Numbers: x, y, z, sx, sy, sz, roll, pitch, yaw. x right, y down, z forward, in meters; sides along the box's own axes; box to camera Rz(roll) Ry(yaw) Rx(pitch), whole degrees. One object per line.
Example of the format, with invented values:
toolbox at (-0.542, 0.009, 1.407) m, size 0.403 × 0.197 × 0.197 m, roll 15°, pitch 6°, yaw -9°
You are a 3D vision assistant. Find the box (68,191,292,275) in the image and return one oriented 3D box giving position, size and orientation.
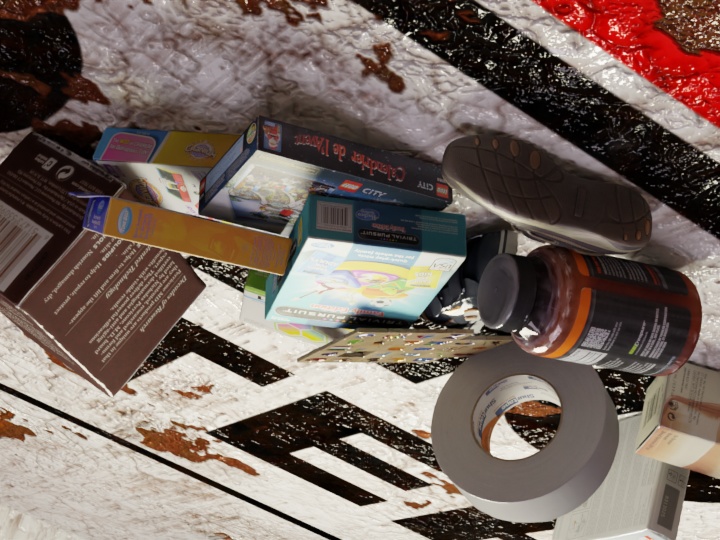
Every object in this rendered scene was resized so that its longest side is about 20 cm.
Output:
box at (-0.177, -0.037, 1.284) m, size 0.200 × 0.042 × 0.119 m, roll 11°, pitch -179°, yaw -20°

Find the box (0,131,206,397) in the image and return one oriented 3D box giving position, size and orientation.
box at (-0.304, -0.006, 1.431) m, size 0.166 × 0.164 × 0.200 m, roll 29°, pitch 163°, yaw 34°

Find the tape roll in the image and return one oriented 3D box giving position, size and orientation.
tape roll at (0.182, 0.175, 1.501) m, size 0.200 × 0.201 × 0.066 m, roll 2°, pitch 151°, yaw 29°

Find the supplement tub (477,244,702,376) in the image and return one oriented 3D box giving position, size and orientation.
supplement tub at (0.211, 0.034, 1.265) m, size 0.200 × 0.107 × 0.107 m, roll 12°, pitch 158°, yaw -24°

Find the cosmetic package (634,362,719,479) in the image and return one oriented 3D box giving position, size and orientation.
cosmetic package at (0.417, 0.179, 1.492) m, size 0.200 × 0.087 × 0.103 m, roll 16°, pitch 153°, yaw 3°

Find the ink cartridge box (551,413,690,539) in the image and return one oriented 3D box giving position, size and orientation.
ink cartridge box at (0.316, 0.259, 1.628) m, size 0.050 × 0.162 × 0.200 m, roll 27°, pitch 153°, yaw -15°

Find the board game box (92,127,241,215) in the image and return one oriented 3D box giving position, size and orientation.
board game box at (-0.150, -0.082, 1.382) m, size 0.200 × 0.040 × 0.153 m, roll 6°, pitch 152°, yaw 23°

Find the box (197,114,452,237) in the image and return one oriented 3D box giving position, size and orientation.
box at (-0.033, -0.073, 1.262) m, size 0.200 × 0.038 × 0.137 m, roll 13°, pitch 151°, yaw -26°

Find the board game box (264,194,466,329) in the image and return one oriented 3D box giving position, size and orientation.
board game box at (0.000, 0.000, 1.315) m, size 0.151 × 0.047 × 0.200 m, roll 7°, pitch 154°, yaw -13°

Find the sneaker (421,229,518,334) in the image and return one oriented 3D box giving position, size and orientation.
sneaker at (0.102, 0.013, 1.370) m, size 0.079 × 0.079 × 0.200 m, roll 13°, pitch 156°, yaw -5°

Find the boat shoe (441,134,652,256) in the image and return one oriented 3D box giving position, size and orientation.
boat shoe at (0.158, -0.056, 1.206) m, size 0.200 × 0.075 × 0.073 m, roll 23°, pitch 154°, yaw -8°

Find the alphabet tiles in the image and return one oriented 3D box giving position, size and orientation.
alphabet tiles at (0.054, 0.081, 1.455) m, size 0.200 × 0.008 × 0.167 m, roll 1°, pitch 165°, yaw -25°

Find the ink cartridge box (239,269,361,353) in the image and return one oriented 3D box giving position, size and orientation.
ink cartridge box at (-0.059, 0.049, 1.542) m, size 0.148 × 0.076 × 0.200 m, roll 18°, pitch 153°, yaw -1°
